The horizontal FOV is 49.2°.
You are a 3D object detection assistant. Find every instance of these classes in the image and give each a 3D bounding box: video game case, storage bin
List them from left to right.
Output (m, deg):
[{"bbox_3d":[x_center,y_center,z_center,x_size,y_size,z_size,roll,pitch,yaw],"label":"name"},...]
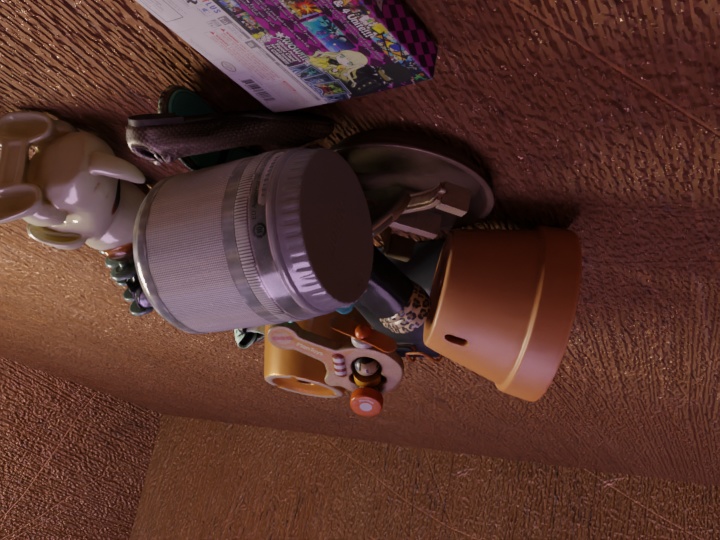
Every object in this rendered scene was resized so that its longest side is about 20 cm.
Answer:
[{"bbox_3d":[-0.064,-0.200,0.615,0.179,0.036,0.199,-2,157,38],"label":"video game case"},{"bbox_3d":[0.079,0.041,1.080,0.198,0.147,0.134,-6,144,41],"label":"storage bin"}]

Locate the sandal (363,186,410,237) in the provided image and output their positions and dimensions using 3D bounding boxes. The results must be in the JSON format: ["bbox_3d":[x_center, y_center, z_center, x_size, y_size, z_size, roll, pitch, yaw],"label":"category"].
[{"bbox_3d":[-0.041,-0.070,0.851,0.198,0.081,0.054,4,139,34],"label":"sandal"}]

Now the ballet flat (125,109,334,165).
[{"bbox_3d":[-0.120,-0.126,0.746,0.197,0.047,0.067,-6,-162,-20],"label":"ballet flat"}]

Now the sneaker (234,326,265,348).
[{"bbox_3d":[-0.220,0.071,1.349,0.199,0.120,0.073,-5,157,43],"label":"sneaker"}]

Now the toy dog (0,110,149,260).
[{"bbox_3d":[-0.331,-0.095,0.962,0.191,0.141,0.200,-12,158,9],"label":"toy dog"}]

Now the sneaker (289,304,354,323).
[{"bbox_3d":[-0.100,0.037,1.036,0.197,0.078,0.081,-4,125,-3],"label":"sneaker"}]

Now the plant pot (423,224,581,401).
[{"bbox_3d":[0.154,0.037,0.909,0.138,0.203,0.200,13,161,0],"label":"plant pot"}]

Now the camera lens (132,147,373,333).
[{"bbox_3d":[-0.106,-0.027,0.762,0.198,0.162,0.160,-9,154,27],"label":"camera lens"}]

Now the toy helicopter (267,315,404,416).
[{"bbox_3d":[-0.031,0.110,1.081,0.198,0.079,0.133,22,133,-9],"label":"toy helicopter"}]

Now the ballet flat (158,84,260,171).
[{"bbox_3d":[-0.167,-0.127,0.839,0.073,0.075,0.200,1,157,27],"label":"ballet flat"}]

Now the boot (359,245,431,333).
[{"bbox_3d":[0.000,0.000,0.959,0.150,0.073,0.200,40,174,-15],"label":"boot"}]

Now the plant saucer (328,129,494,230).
[{"bbox_3d":[0.048,-0.097,0.855,0.197,0.030,0.200,11,161,4],"label":"plant saucer"}]

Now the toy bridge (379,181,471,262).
[{"bbox_3d":[0.057,-0.057,0.878,0.066,0.028,0.200,16,161,-11],"label":"toy bridge"}]

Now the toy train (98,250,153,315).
[{"bbox_3d":[-0.290,-0.012,1.092,0.200,0.113,0.086,39,153,56],"label":"toy train"}]

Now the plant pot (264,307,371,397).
[{"bbox_3d":[-0.069,0.091,1.215,0.197,0.186,0.201,10,161,3],"label":"plant pot"}]
